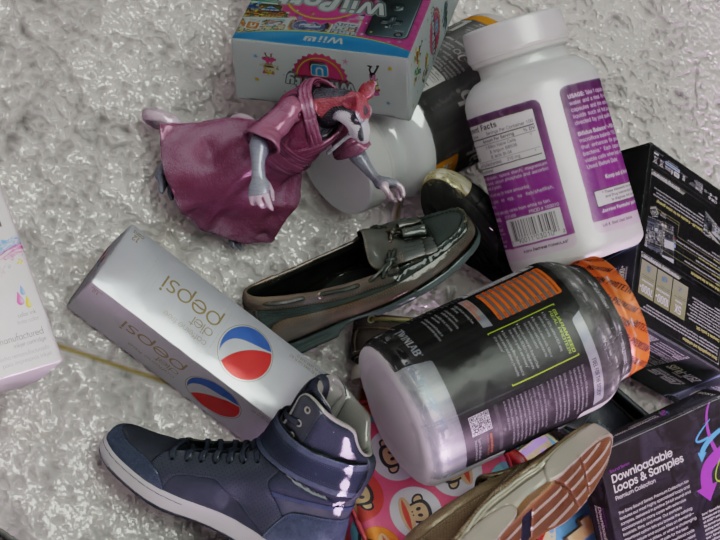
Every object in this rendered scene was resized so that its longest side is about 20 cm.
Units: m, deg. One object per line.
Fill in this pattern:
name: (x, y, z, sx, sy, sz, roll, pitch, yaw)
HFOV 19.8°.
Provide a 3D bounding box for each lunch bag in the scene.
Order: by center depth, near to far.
lunch bag: (0.064, 0.189, 1.612, 0.176, 0.082, 0.200, -12, 71, -20)

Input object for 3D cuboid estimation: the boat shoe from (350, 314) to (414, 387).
boat shoe: (0.092, 0.063, 1.681, 0.200, 0.072, 0.060, -1, 74, 1)

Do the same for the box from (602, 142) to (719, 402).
box: (0.269, 0.010, 1.767, 0.200, 0.086, 0.164, 28, 61, -37)

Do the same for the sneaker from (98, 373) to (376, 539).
sneaker: (-0.086, 0.126, 1.542, 0.202, 0.146, 0.077, 26, 20, 7)

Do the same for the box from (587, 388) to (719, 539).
box: (0.261, 0.215, 1.714, 0.143, 0.036, 0.200, -20, 107, -29)

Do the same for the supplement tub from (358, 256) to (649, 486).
supplement tub: (0.110, 0.071, 1.559, 0.200, 0.123, 0.123, -23, 83, -16)

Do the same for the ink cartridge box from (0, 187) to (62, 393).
ink cartridge box: (-0.315, -0.002, 1.539, 0.117, 0.067, 0.200, -17, 81, -29)

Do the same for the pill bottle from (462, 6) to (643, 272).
pill bottle: (0.148, -0.104, 1.650, 0.112, 0.112, 0.200, -17, 92, -29)

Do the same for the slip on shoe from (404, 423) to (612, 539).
slip on shoe: (0.114, 0.173, 1.554, 0.061, 0.076, 0.200, 31, 53, 29)

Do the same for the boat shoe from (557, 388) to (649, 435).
boat shoe: (0.179, 0.107, 1.736, 0.200, 0.062, 0.075, 39, 71, -8)

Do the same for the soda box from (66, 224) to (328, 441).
soda box: (-0.126, 0.056, 1.608, 0.200, 0.068, 0.064, 37, 61, -9)

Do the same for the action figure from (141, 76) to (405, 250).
action figure: (-0.058, -0.103, 1.626, 0.134, 0.200, 0.149, 8, 54, -47)

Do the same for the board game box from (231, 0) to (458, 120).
board game box: (-0.007, -0.213, 1.690, 0.147, 0.064, 0.200, 8, 43, 11)

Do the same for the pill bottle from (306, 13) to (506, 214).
pill bottle: (0.053, -0.130, 1.729, 0.200, 0.116, 0.116, -30, 87, -30)

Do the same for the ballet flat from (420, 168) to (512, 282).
ballet flat: (0.114, -0.029, 1.728, 0.200, 0.066, 0.057, 42, 57, -39)

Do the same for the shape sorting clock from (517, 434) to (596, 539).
shape sorting clock: (0.111, 0.214, 1.683, 0.200, 0.039, 0.200, 8, 69, -23)

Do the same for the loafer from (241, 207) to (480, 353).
loafer: (0.000, 0.000, 1.641, 0.200, 0.072, 0.063, -30, 122, -2)

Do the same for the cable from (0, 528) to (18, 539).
cable: (-0.226, 0.219, 1.487, 0.200, 0.050, 0.097, 36, 81, 2)
